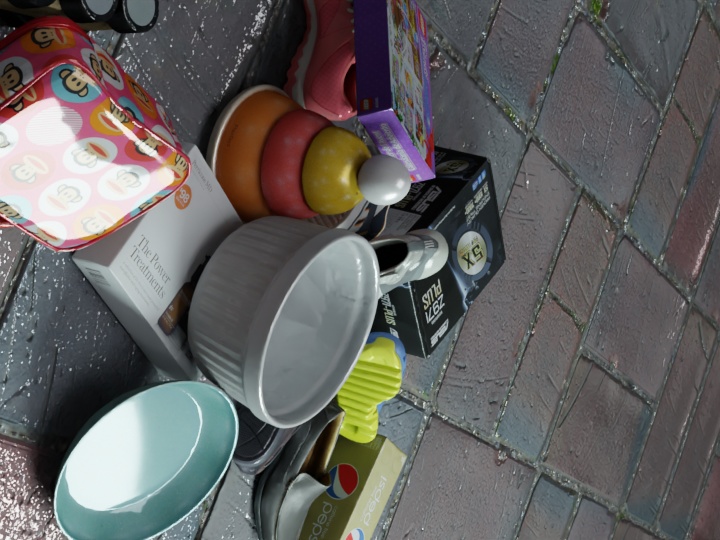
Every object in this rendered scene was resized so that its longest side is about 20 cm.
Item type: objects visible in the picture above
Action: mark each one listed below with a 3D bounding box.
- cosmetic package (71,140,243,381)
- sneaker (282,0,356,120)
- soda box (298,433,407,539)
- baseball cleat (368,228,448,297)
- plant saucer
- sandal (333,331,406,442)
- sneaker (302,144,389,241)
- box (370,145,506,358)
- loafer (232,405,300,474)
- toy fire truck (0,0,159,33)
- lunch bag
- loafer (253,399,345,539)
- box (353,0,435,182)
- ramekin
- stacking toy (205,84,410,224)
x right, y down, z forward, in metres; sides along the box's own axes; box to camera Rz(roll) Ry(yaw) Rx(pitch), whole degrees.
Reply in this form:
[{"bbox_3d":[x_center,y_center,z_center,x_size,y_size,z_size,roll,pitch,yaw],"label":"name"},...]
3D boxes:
[{"bbox_3d":[-0.176,-0.007,1.443,0.151,0.052,0.200,-60,146,-25],"label":"cosmetic package"},{"bbox_3d":[-0.014,-0.249,1.555,0.074,0.087,0.200,0,103,-58],"label":"sneaker"},{"bbox_3d":[-0.021,0.290,1.794,0.200,0.064,0.068,-64,146,-16],"label":"soda box"},{"bbox_3d":[0.000,0.000,1.617,0.106,0.200,0.070,-1,68,-45],"label":"baseball cleat"},{"bbox_3d":[-0.210,0.178,1.434,0.200,0.036,0.200,-26,137,-27],"label":"plant saucer"},{"bbox_3d":[0.009,0.118,1.724,0.200,0.079,0.087,116,-1,-58],"label":"sandal"},{"bbox_3d":[-0.025,-0.051,1.630,0.200,0.078,0.079,-44,141,-35],"label":"sneaker"},{"bbox_3d":[0.083,-0.024,1.799,0.200,0.086,0.164,-48,140,-36],"label":"box"},{"bbox_3d":[-0.081,0.135,1.644,0.200,0.072,0.063,-56,160,-22],"label":"loafer"},{"bbox_3d":[-0.230,-0.296,1.188,0.176,0.129,0.200,4,88,-57],"label":"toy fire truck"},{"bbox_3d":[-0.253,-0.096,1.215,0.176,0.082,0.200,-33,145,8],"label":"lunch bag"},{"bbox_3d":[-0.068,0.233,1.688,0.073,0.072,0.200,-7,109,-57],"label":"loafer"},{"bbox_3d":[0.033,-0.206,1.509,0.137,0.039,0.200,51,33,-56],"label":"box"},{"bbox_3d":[-0.078,0.041,1.458,0.200,0.105,0.200,-42,145,-39],"label":"ramekin"},{"bbox_3d":[-0.039,-0.097,1.474,0.146,0.200,0.146,-29,126,-48],"label":"stacking toy"}]
